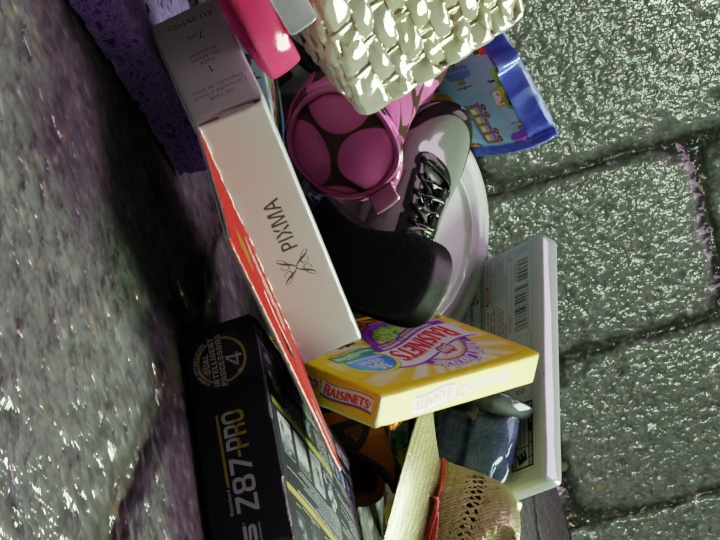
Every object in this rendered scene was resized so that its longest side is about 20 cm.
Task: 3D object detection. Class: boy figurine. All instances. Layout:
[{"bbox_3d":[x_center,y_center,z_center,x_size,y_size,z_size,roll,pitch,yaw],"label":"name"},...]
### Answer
[{"bbox_3d":[0.059,0.183,1.385,0.064,0.124,0.202,27,79,-46],"label":"boy figurine"}]

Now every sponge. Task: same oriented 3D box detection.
[{"bbox_3d":[-0.126,-0.151,1.071,0.200,0.030,0.112,64,14,-58],"label":"sponge"}]

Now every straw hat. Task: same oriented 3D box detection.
[{"bbox_3d":[0.059,0.172,1.229,0.201,0.084,0.203,15,90,-86],"label":"straw hat"}]

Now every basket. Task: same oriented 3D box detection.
[{"bbox_3d":[0.002,-0.200,1.064,0.124,0.135,0.200,56,-4,30],"label":"basket"}]

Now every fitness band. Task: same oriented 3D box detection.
[{"bbox_3d":[-0.086,-0.188,1.010,0.144,0.037,0.201,49,-8,50],"label":"fitness band"}]

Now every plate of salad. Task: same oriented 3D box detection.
[{"bbox_3d":[0.019,-0.024,1.430,0.048,0.199,0.202,10,-53,48],"label":"plate of salad"}]

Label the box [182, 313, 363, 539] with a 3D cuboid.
[{"bbox_3d":[-0.037,0.140,1.060,0.200,0.049,0.162,62,12,-59],"label":"box"}]

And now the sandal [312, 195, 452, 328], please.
[{"bbox_3d":[0.000,0.001,1.264,0.048,0.076,0.200,27,-2,-36],"label":"sandal"}]

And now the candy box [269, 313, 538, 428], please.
[{"bbox_3d":[0.023,0.058,1.201,0.199,0.102,0.027,-10,118,-57],"label":"candy box"}]

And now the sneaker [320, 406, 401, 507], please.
[{"bbox_3d":[-0.002,0.111,1.325,0.200,0.077,0.113,27,51,-65],"label":"sneaker"}]

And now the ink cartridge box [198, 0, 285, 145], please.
[{"bbox_3d":[-0.076,-0.132,1.249,0.120,0.041,0.202,-98,-179,-55],"label":"ink cartridge box"}]

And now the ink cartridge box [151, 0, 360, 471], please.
[{"bbox_3d":[-0.045,-0.018,1.034,0.201,0.044,0.177,68,-2,-47],"label":"ink cartridge box"}]

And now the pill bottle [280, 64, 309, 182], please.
[{"bbox_3d":[-0.007,-0.091,1.494,0.111,0.110,0.201,-92,164,-60],"label":"pill bottle"}]

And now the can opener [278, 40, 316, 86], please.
[{"bbox_3d":[-0.081,-0.203,1.310,0.063,0.079,0.200,28,-20,43],"label":"can opener"}]

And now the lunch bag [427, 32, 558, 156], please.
[{"bbox_3d":[0.075,-0.164,1.457,0.152,0.094,0.200,62,-9,-13],"label":"lunch bag"}]

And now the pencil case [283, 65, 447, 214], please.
[{"bbox_3d":[0.010,-0.120,1.303,0.094,0.091,0.200,43,32,-11],"label":"pencil case"}]

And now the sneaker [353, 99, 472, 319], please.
[{"bbox_3d":[0.032,-0.032,1.356,0.074,0.079,0.201,42,69,-35],"label":"sneaker"}]

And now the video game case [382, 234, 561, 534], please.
[{"bbox_3d":[0.084,0.093,1.475,0.022,0.182,0.202,22,57,-35],"label":"video game case"}]
